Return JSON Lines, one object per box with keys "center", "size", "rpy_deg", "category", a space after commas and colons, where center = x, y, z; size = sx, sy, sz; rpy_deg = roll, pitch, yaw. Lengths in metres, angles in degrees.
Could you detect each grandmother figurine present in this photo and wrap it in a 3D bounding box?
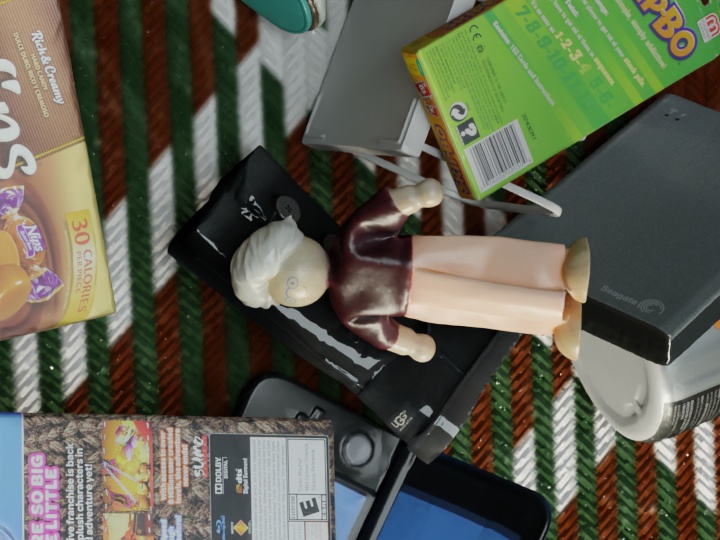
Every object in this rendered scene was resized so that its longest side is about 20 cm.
{"center": [0.027, 0.002, 1.473], "size": [0.200, 0.061, 0.121], "rpy_deg": [3, 114, -1], "category": "grandmother figurine"}

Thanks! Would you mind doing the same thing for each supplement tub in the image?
{"center": [0.238, 0.020, 1.648], "size": [0.200, 0.123, 0.123], "rpy_deg": [-21, 102, -22], "category": "supplement tub"}

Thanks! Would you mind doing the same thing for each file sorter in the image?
{"center": [0.077, -0.146, 1.559], "size": [0.124, 0.139, 0.200], "rpy_deg": [22, 85, -26], "category": "file sorter"}

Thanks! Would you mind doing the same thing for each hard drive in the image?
{"center": [0.185, -0.027, 1.588], "size": [0.200, 0.139, 0.033], "rpy_deg": [-39, 141, -36], "category": "hard drive"}

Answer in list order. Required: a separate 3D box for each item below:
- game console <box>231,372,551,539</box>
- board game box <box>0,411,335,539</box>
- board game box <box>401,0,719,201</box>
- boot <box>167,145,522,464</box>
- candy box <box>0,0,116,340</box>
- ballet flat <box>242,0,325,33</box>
{"center": [-0.014, 0.185, 1.551], "size": [0.171, 0.118, 0.200], "rpy_deg": [28, 82, -23], "category": "game console"}
{"center": [-0.121, 0.166, 1.467], "size": [0.200, 0.097, 0.160], "rpy_deg": [3, 78, -19], "category": "board game box"}
{"center": [0.123, -0.128, 1.494], "size": [0.200, 0.030, 0.096], "rpy_deg": [-30, 110, -20], "category": "board game box"}
{"center": [0.000, 0.000, 1.571], "size": [0.200, 0.066, 0.165], "rpy_deg": [38, 38, -2], "category": "boot"}
{"center": [-0.216, -0.062, 1.480], "size": [0.117, 0.056, 0.200], "rpy_deg": [-12, 100, -22], "category": "candy box"}
{"center": [-0.083, -0.225, 1.528], "size": [0.200, 0.069, 0.069], "rpy_deg": [42, 77, -20], "category": "ballet flat"}
